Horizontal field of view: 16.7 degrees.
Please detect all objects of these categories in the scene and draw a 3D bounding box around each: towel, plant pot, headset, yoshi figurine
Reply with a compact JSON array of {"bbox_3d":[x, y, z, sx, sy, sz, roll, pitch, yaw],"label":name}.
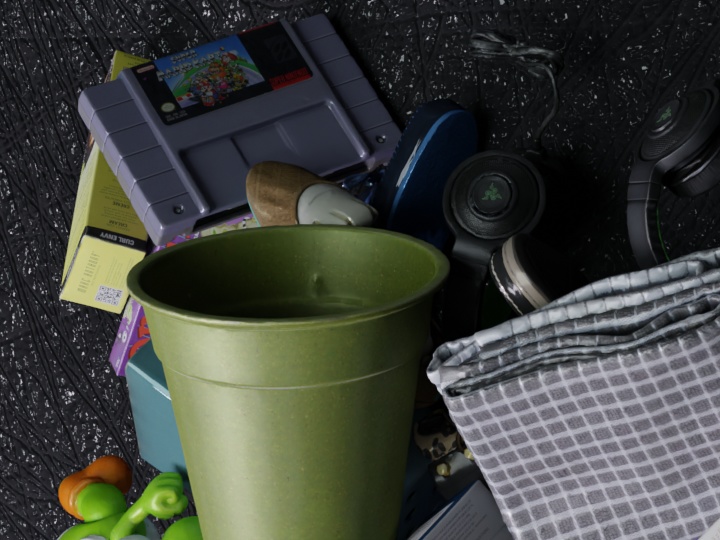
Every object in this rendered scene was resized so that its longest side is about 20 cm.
[{"bbox_3d":[0.156,0.088,1.439,0.199,0.166,0.086,-19,38,16],"label":"towel"},{"bbox_3d":[-0.042,0.089,1.527,0.199,0.200,0.191,16,114,43],"label":"plant pot"},{"bbox_3d":[0.085,-0.049,1.582,0.094,0.123,0.201,20,100,17],"label":"headset"},{"bbox_3d":[0.229,-0.073,1.445,0.094,0.123,0.201,0,79,66],"label":"headset"},{"bbox_3d":[-0.040,0.111,1.696,0.200,0.141,0.142,38,156,21],"label":"plant pot"},{"bbox_3d":[-0.144,0.198,1.730,0.112,0.112,0.200,-58,25,0],"label":"yoshi figurine"}]

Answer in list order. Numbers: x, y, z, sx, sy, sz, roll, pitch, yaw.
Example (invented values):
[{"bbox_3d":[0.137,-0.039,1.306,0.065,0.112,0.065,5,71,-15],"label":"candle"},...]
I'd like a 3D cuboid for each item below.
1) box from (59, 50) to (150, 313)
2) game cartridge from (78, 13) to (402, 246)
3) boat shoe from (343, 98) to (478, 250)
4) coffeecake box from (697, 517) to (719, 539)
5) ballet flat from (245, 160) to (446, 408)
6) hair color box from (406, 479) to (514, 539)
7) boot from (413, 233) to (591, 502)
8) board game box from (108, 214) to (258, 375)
[{"bbox_3d":[-0.181,-0.068,1.826,0.201,0.050,0.075,-88,17,-44],"label":"box"},{"bbox_3d":[-0.082,-0.103,1.702,0.130,0.199,0.038,60,152,19],"label":"game cartridge"},{"bbox_3d":[0.017,-0.034,1.692,0.069,0.084,0.201,42,120,37],"label":"boat shoe"},{"bbox_3d":[0.247,0.180,1.385,0.200,0.153,0.073,-46,59,8],"label":"coffeecake box"},{"bbox_3d":[0.000,0.000,1.622,0.200,0.068,0.072,57,148,5],"label":"ballet flat"},{"bbox_3d":[0.099,0.239,1.509,0.200,0.100,0.061,49,129,1],"label":"hair color box"},{"bbox_3d":[0.099,0.078,1.535,0.150,0.200,0.073,-28,37,22],"label":"boot"},{"bbox_3d":[-0.099,-0.008,1.783,0.032,0.119,0.201,-120,44,-54],"label":"board game box"}]
